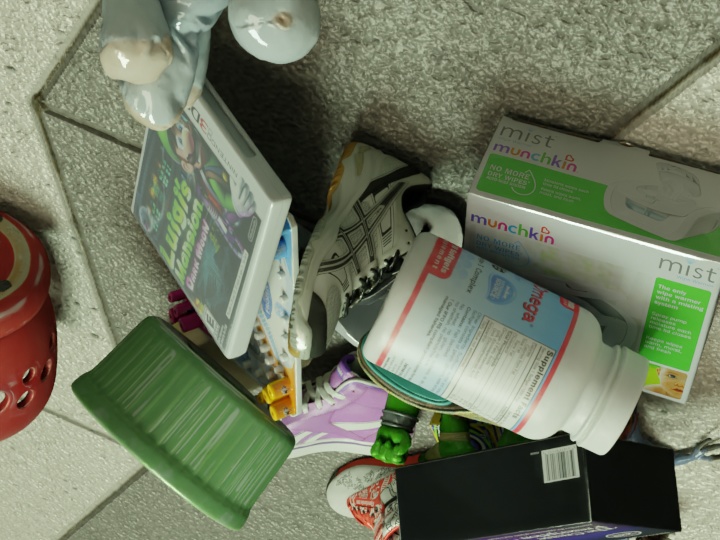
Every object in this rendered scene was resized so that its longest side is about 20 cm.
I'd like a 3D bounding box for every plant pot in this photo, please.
[{"bbox_3d":[-0.401,0.050,1.484,0.200,0.201,0.183,22,138,6],"label":"plant pot"}]

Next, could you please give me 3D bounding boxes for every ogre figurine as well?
[{"bbox_3d":[0.110,0.106,1.313,0.200,0.120,0.098,-10,165,28],"label":"ogre figurine"}]

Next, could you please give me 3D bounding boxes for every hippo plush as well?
[{"bbox_3d":[-0.103,-0.209,1.104,0.160,0.201,0.159,-9,167,6],"label":"hippo plush"}]

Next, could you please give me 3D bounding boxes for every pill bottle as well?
[{"bbox_3d":[0.111,0.060,1.134,0.200,0.109,0.109,26,141,1],"label":"pill bottle"}]

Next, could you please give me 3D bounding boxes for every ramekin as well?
[{"bbox_3d":[-0.152,0.131,1.342,0.200,0.098,0.200,41,176,3],"label":"ramekin"}]

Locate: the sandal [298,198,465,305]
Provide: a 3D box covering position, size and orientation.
[{"bbox_3d":[0.000,0.001,1.276,0.200,0.043,0.076,-22,108,14],"label":"sandal"}]

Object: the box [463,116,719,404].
[{"bbox_3d":[0.187,-0.009,1.178,0.200,0.097,0.177,17,142,13],"label":"box"}]

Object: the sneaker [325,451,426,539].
[{"bbox_3d":[0.022,0.252,1.543,0.201,0.108,0.067,-19,124,41],"label":"sneaker"}]

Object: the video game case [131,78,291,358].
[{"bbox_3d":[-0.129,-0.054,1.228,0.182,0.023,0.200,54,146,27],"label":"video game case"}]

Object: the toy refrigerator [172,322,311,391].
[{"bbox_3d":[-0.124,0.072,1.460,0.076,0.070,0.200,39,141,-20],"label":"toy refrigerator"}]

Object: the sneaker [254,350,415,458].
[{"bbox_3d":[-0.045,0.121,1.451,0.200,0.073,0.114,-3,134,-3],"label":"sneaker"}]

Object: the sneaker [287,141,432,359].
[{"bbox_3d":[0.002,-0.013,1.191,0.087,0.200,0.076,20,152,0],"label":"sneaker"}]

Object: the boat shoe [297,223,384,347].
[{"bbox_3d":[-0.039,0.015,1.356,0.200,0.070,0.066,33,160,-13],"label":"boat shoe"}]

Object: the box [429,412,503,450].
[{"bbox_3d":[0.135,0.190,1.444,0.064,0.070,0.200,-1,133,30],"label":"box"}]

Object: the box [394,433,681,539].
[{"bbox_3d":[0.151,0.196,1.280,0.200,0.079,0.141,-17,161,40],"label":"box"}]

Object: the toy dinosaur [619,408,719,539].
[{"bbox_3d":[0.238,0.194,1.386,0.200,0.105,0.182,-2,114,47],"label":"toy dinosaur"}]

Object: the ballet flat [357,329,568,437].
[{"bbox_3d":[0.093,0.096,1.238,0.199,0.071,0.071,12,139,19],"label":"ballet flat"}]

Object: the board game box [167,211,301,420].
[{"bbox_3d":[-0.117,0.003,1.294,0.200,0.026,0.200,37,138,44],"label":"board game box"}]
